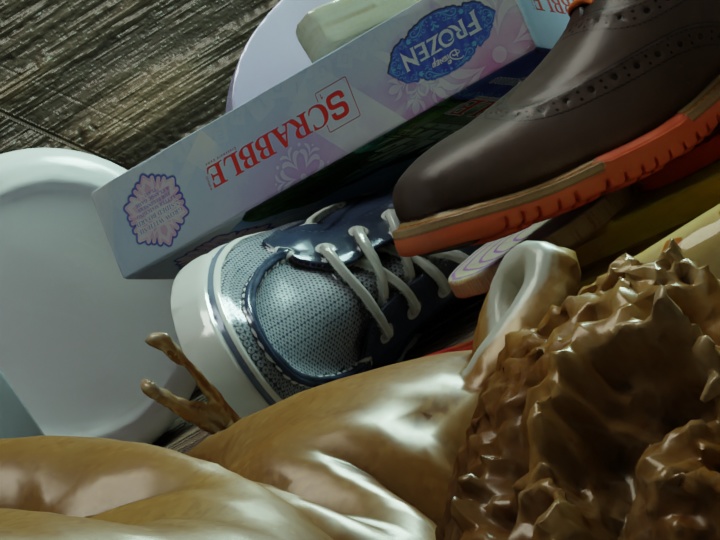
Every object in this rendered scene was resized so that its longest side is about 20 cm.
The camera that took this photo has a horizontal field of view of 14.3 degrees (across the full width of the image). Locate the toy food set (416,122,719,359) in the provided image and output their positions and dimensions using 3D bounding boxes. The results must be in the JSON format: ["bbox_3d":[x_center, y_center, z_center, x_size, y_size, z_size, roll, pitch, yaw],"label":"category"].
[{"bbox_3d":[0.090,-0.005,0.786,0.198,0.049,0.200,-25,10,43],"label":"toy food set"}]

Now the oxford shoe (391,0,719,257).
[{"bbox_3d":[0.080,-0.073,0.797,0.200,0.073,0.071,-35,8,-20],"label":"oxford shoe"}]

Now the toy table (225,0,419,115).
[{"bbox_3d":[0.041,-0.113,1.314,0.200,0.184,0.117,-38,-10,-25],"label":"toy table"}]

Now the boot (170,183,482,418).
[{"bbox_3d":[0.000,0.000,1.029,0.090,0.073,0.200,-31,4,16],"label":"boot"}]

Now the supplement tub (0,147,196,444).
[{"bbox_3d":[-0.158,0.025,1.267,0.140,0.140,0.200,-34,7,-19],"label":"supplement tub"}]

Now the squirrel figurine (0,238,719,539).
[{"bbox_3d":[0.004,0.068,0.446,0.200,0.142,0.187,-7,11,40],"label":"squirrel figurine"}]

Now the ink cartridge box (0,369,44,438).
[{"bbox_3d":[-0.195,0.076,1.161,0.042,0.119,0.200,-39,9,-37],"label":"ink cartridge box"}]

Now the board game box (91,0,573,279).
[{"bbox_3d":[0.030,-0.054,1.136,0.199,0.041,0.200,-28,-14,29],"label":"board game box"}]
